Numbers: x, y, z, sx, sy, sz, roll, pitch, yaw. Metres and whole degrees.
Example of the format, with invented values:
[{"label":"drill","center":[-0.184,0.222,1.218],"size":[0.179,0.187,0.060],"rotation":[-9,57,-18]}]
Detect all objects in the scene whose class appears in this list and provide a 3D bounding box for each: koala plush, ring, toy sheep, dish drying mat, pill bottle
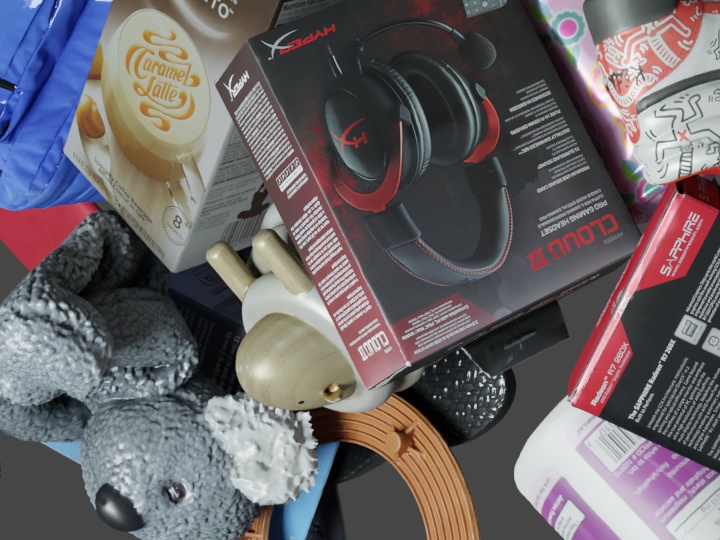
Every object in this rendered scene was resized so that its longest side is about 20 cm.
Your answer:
[{"label":"koala plush","center":[-0.129,0.084,1.253],"size":[0.200,0.184,0.177],"rotation":[42,128,-5]},{"label":"ring","center":[-0.012,0.165,1.253],"size":[0.200,0.019,0.202],"rotation":[0,89,42]},{"label":"toy sheep","center":[0.000,0.000,1.188],"size":[0.137,0.200,0.138],"rotation":[30,150,20]},{"label":"dish drying mat","center":[-0.197,-0.022,1.443],"size":[0.200,0.018,0.077],"rotation":[45,124,20]},{"label":"pill bottle","center":[0.185,0.142,1.140],"size":[0.200,0.112,0.113],"rotation":[46,124,19]}]

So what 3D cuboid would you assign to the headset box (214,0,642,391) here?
[{"label":"headset box","center":[0.039,-0.044,1.098],"size":[0.201,0.148,0.075],"rotation":[64,160,5]}]

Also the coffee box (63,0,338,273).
[{"label":"coffee box","center":[-0.082,-0.115,1.202],"size":[0.114,0.079,0.201],"rotation":[45,132,24]}]

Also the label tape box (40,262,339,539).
[{"label":"label tape box","center":[-0.095,0.079,1.356],"size":[0.199,0.066,0.144],"rotation":[26,114,15]}]

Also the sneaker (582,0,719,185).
[{"label":"sneaker","center":[0.211,-0.106,1.029],"size":[0.067,0.200,0.109],"rotation":[171,81,-78]}]

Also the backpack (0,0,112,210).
[{"label":"backpack","center":[-0.197,-0.141,1.323],"size":[0.163,0.167,0.200],"rotation":[51,128,26]}]

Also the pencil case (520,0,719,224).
[{"label":"pencil case","center":[0.125,-0.120,1.138],"size":[0.087,0.087,0.201],"rotation":[-34,81,37]}]

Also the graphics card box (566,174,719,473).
[{"label":"graphics card box","center":[0.217,0.048,1.068],"size":[0.199,0.051,0.126],"rotation":[24,110,-2]}]

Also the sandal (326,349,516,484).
[{"label":"sandal","center":[0.030,0.076,1.288],"size":[0.200,0.045,0.076],"rotation":[-29,77,52]}]
